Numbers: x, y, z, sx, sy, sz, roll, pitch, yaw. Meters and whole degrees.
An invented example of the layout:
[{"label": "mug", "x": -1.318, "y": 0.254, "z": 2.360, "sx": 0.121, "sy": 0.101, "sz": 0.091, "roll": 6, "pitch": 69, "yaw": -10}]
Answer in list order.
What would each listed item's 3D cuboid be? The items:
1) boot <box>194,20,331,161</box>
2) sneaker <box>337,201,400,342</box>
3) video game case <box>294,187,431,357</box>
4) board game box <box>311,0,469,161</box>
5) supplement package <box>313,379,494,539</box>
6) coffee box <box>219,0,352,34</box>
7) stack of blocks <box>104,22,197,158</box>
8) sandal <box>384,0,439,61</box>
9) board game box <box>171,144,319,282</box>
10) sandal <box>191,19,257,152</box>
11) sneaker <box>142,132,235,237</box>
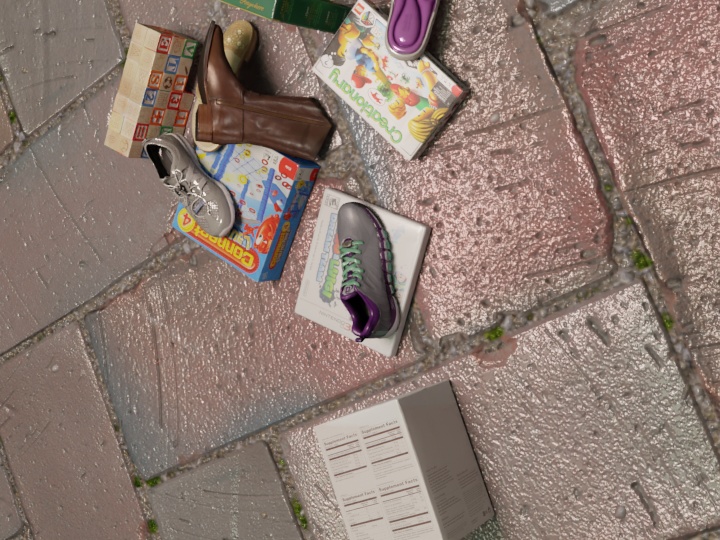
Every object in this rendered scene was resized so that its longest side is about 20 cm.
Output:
[{"label": "boot", "x": -0.140, "y": -0.263, "z": 1.447, "sx": 0.064, "sy": 0.198, "sz": 0.189, "roll": 168, "pitch": 106, "yaw": -73}, {"label": "sneaker", "x": 0.000, "y": 0.000, "z": 1.383, "sx": 0.074, "sy": 0.087, "sz": 0.202, "roll": -19, "pitch": 85, "yaw": 31}, {"label": "video game case", "x": -0.001, "y": 0.001, "z": 1.448, "sx": 0.181, "sy": 0.024, "sz": 0.202, "roll": 23, "pitch": 106, "yaw": 28}, {"label": "board game box", "x": 0.040, "y": -0.267, "z": 1.373, "sx": 0.200, "sy": 0.035, "sz": 0.127, "roll": 44, "pitch": 116, "yaw": 11}, {"label": "supplement package", "x": 0.061, "y": 0.278, "z": 1.358, "sx": 0.150, "sy": 0.151, "sz": 0.202, "roll": -23, "pitch": 82, "yaw": 32}, {"label": "coffee box", "x": -0.102, "y": -0.373, "z": 1.375, "sx": 0.122, "sy": 0.199, "sz": 0.044, "roll": 27, "pitch": 108, "yaw": 27}, {"label": "stack of blocks", "x": -0.327, "y": -0.284, "z": 1.576, "sx": 0.058, "sy": 0.115, "sz": 0.202, "roll": 27, "pitch": 107, "yaw": 27}, {"label": "sandal", "x": 0.075, "y": -0.384, "z": 1.322, "sx": 0.081, "sy": 0.050, "sz": 0.205, "roll": 3, "pitch": 80, "yaw": 3}, {"label": "board game box", "x": -0.184, "y": -0.115, "z": 1.535, "sx": 0.199, "sy": 0.056, "sz": 0.198, "roll": 30, "pitch": 109, "yaw": 27}, {"label": "sandal", "x": -0.222, "y": -0.292, "z": 1.493, "sx": 0.077, "sy": 0.070, "sz": 0.214, "roll": 15, "pitch": 81, "yaw": 24}, {"label": "sneaker", "x": -0.270, "y": -0.127, "z": 1.506, "sx": 0.200, "sy": 0.082, "sz": 0.075, "roll": 50, "pitch": 117, "yaw": 19}]
